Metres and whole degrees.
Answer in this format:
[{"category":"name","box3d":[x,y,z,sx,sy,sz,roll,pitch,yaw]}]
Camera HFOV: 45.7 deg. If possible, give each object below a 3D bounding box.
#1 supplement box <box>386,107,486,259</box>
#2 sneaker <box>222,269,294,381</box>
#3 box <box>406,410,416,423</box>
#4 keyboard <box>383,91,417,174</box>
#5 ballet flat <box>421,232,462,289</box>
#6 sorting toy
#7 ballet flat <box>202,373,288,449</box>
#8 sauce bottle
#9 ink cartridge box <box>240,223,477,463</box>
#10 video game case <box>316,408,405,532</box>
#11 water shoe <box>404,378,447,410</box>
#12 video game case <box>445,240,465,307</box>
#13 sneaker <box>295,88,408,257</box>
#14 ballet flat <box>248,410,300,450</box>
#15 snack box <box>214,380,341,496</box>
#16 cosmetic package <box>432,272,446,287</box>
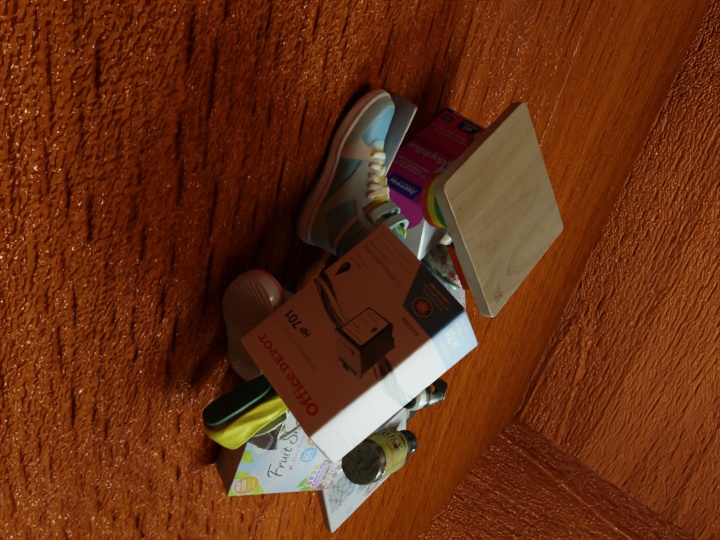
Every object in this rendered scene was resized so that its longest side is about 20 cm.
[{"category":"supplement box","box3d":[0.101,-0.121,1.184,0.200,0.101,0.104,-44,156,-34]},{"category":"sneaker","box3d":[-0.100,0.044,0.993,0.105,0.075,0.201,-43,161,-32]},{"category":"box","box3d":[0.008,0.231,1.450,0.200,0.122,0.107,-40,153,-40]},{"category":"keyboard","box3d":[0.010,-0.118,1.046,0.011,0.056,0.201,9,113,-44]},{"category":"ballet flat","box3d":[0.110,-0.031,1.233,0.075,0.200,0.064,29,96,-31]},{"category":"sorting toy","box3d":[0.165,-0.081,1.110,0.200,0.069,0.200,-45,125,-33]},{"category":"ballet flat","box3d":[-0.086,0.139,0.980,0.199,0.067,0.067,-32,122,-4]},{"category":"sauce bottle","box3d":[0.034,0.265,1.251,0.065,0.064,0.200,-60,162,8]},{"category":"ink cartridge box","box3d":[-0.001,0.074,0.893,0.199,0.147,0.086,-38,147,-7]},{"category":"video game case","box3d":[0.005,0.315,1.364,0.182,0.024,0.201,-41,152,-23]},{"category":"water shoe","box3d":[0.065,0.141,1.347,0.078,0.201,0.072,-2,131,-29]},{"category":"video game case","box3d":[0.132,0.010,1.391,0.181,0.045,0.202,28,59,-71]},{"category":"sneaker","box3d":[0.019,-0.096,0.986,0.079,0.130,0.201,-9,128,-61]},{"category":"ballet flat","box3d":[-0.065,0.137,1.045,0.201,0.072,0.072,-52,160,-3]},{"category":"snack box","box3d":[-0.090,0.210,1.169,0.167,0.068,0.201,6,119,-32]},{"category":"cosmetic package","box3d":[0.036,0.088,1.239,0.199,0.082,0.113,-35,172,22]}]
